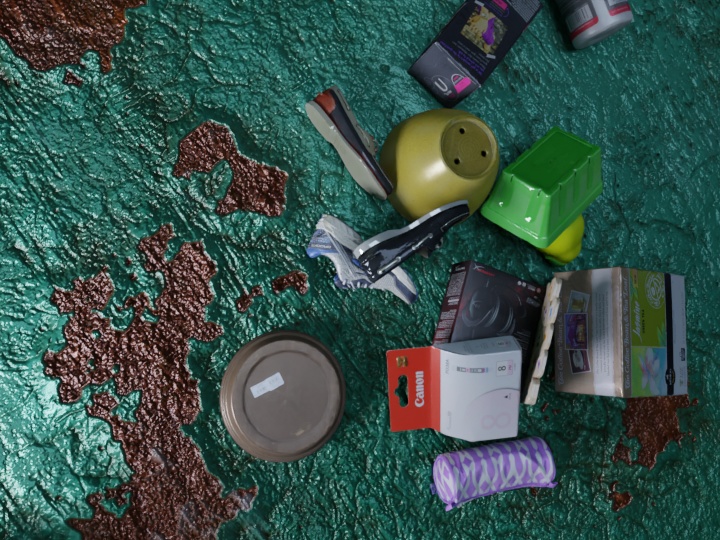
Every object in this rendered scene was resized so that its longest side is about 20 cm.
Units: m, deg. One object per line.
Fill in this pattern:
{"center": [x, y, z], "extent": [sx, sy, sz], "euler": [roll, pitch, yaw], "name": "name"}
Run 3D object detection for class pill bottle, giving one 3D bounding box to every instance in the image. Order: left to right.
{"center": [0.405, -0.520, 1.155], "extent": [0.110, 0.111, 0.202], "euler": [-23, 92, -17], "name": "pill bottle"}

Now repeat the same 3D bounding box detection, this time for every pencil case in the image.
{"center": [0.215, 0.324, 1.028], "extent": [0.197, 0.084, 0.086], "euler": [-8, 52, -16], "name": "pencil case"}

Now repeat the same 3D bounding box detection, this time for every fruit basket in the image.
{"center": [0.318, -0.108, 1.089], "extent": [0.155, 0.216, 0.216], "euler": [35, 73, 28], "name": "fruit basket"}

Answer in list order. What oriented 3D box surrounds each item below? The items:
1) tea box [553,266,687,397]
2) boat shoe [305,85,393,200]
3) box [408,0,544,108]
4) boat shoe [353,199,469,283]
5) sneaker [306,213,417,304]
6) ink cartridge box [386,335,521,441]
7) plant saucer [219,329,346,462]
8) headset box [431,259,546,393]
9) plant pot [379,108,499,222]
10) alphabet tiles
{"center": [0.434, 0.105, 1.065], "extent": [0.195, 0.133, 0.203], "euler": [5, 83, -34], "name": "tea box"}
{"center": [-0.007, -0.205, 1.027], "extent": [0.062, 0.071, 0.201], "euler": [-38, 92, -19], "name": "boat shoe"}
{"center": [0.193, -0.391, 1.073], "extent": [0.106, 0.122, 0.201], "euler": [41, 76, -10], "name": "box"}
{"center": [0.087, -0.044, 0.964], "extent": [0.198, 0.076, 0.061], "euler": [-27, 81, -10], "name": "boat shoe"}
{"center": [0.000, 0.000, 1.013], "extent": [0.199, 0.077, 0.086], "euler": [36, 86, -3], "name": "sneaker"}
{"center": [0.145, 0.191, 0.983], "extent": [0.197, 0.057, 0.164], "euler": [-8, 117, -7], "name": "ink cartridge box"}
{"center": [-0.115, 0.192, 0.975], "extent": [0.197, 0.029, 0.203], "euler": [1, 85, -15], "name": "plant saucer"}
{"center": [0.206, 0.103, 1.053], "extent": [0.147, 0.077, 0.202], "euler": [20, 78, -14], "name": "headset box"}
{"center": [0.144, -0.177, 1.028], "extent": [0.197, 0.142, 0.203], "euler": [1, 85, -16], "name": "plant pot"}
{"center": [0.288, 0.115, 1.018], "extent": [0.014, 0.196, 0.202], "euler": [14, 80, 8], "name": "alphabet tiles"}
